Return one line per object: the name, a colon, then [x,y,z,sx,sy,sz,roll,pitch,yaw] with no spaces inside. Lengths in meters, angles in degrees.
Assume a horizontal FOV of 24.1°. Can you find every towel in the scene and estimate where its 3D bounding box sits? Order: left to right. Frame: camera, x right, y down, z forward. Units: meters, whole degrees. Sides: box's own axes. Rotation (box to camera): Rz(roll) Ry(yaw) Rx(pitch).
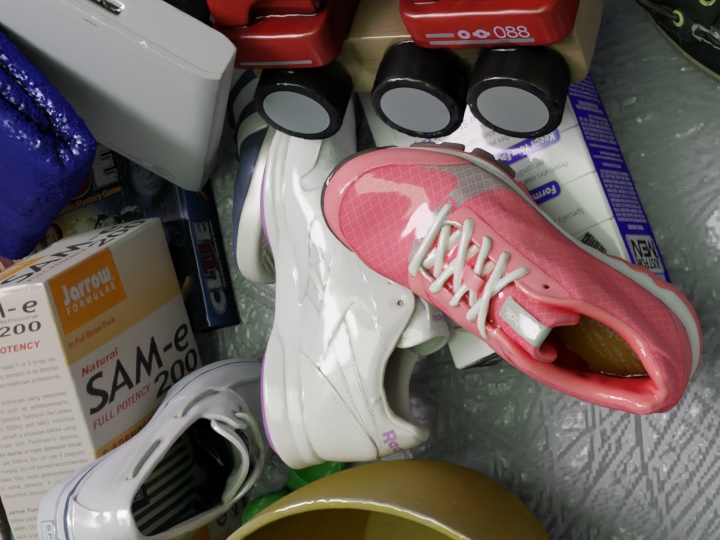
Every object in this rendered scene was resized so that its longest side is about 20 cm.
towel: [-0.214,-0.085,0.919,0.147,0.200,0.050,41,68,-8]

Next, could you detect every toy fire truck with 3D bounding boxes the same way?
toy fire truck: [0.000,-0.143,0.751,0.174,0.200,0.130,2,58,26]

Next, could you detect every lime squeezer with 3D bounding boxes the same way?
lime squeezer: [-0.039,0.123,0.930,0.038,0.071,0.201,32,89,1]

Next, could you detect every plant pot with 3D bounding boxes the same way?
plant pot: [0.028,0.174,0.849,0.198,0.142,0.202,7,112,17]

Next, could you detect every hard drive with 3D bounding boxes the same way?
hard drive: [-0.131,-0.105,0.869,0.131,0.200,0.026,29,75,-1]

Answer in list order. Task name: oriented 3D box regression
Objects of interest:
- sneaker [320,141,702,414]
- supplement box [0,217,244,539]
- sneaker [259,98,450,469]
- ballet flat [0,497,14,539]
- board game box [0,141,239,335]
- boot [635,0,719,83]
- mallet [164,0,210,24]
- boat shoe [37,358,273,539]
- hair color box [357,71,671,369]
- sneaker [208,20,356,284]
sneaker: [0.071,0.003,0.781,0.199,0.087,0.074,28,109,2]
supplement box: [-0.140,0.086,0.930,0.073,0.126,0.202,-9,104,26]
sneaker: [0.000,0.000,0.870,0.099,0.075,0.202,-3,85,20]
ballet flat: [-0.214,0.121,1.012,0.071,0.072,0.202,10,111,26]
board game box: [-0.177,-0.011,1.025,0.198,0.035,0.137,-15,84,26]
boot: [0.148,-0.162,0.785,0.074,0.154,0.204,-47,69,5]
mallet: [-0.140,-0.150,0.866,0.041,0.200,0.067,8,88,29]
boat shoe: [-0.081,0.102,0.878,0.066,0.200,0.074,-13,106,33]
hair color box: [0.073,-0.061,0.880,0.109,0.065,0.202,-24,79,25]
sneaker: [-0.052,-0.096,0.944,0.084,0.075,0.202,13,92,34]
